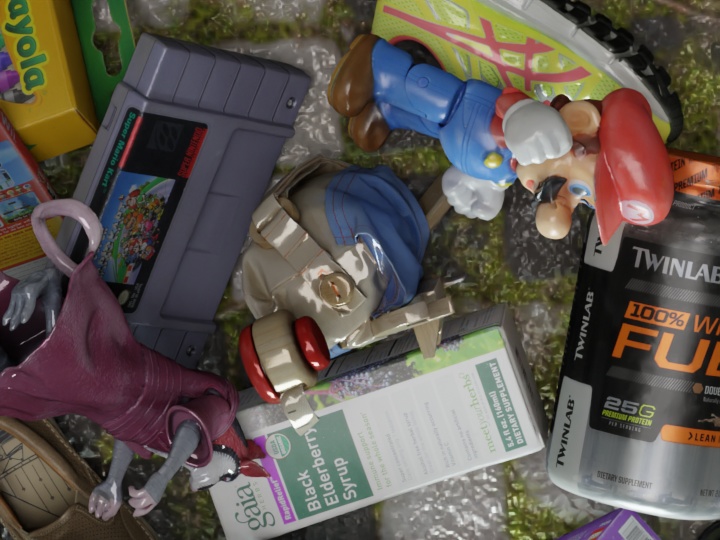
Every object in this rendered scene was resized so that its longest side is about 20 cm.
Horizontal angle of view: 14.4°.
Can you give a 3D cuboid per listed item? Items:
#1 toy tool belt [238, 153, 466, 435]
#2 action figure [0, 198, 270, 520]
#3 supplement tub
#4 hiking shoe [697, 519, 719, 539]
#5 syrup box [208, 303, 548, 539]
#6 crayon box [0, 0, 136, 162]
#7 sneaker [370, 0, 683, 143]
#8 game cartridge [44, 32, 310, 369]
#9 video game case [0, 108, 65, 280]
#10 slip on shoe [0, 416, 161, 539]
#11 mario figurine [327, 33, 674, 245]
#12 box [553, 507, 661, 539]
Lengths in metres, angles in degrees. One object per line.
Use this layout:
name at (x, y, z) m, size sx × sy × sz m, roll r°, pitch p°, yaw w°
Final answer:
toy tool belt at (0.000, 0.000, 1.618) m, size 0.122 × 0.200 × 0.125 m, roll -24°, pitch 108°, yaw 12°
action figure at (-0.132, 0.064, 1.617) m, size 0.199 × 0.134 × 0.150 m, roll 24°, pitch 77°, yaw -29°
supplement tub at (0.180, 0.034, 1.637) m, size 0.122 × 0.123 × 0.201 m, roll 10°, pitch 96°, yaw 4°
hiking shoe at (0.290, 0.206, 1.675) m, size 0.199 × 0.101 × 0.076 m, roll 12°, pitch 103°, yaw 4°
syrup box at (0.005, 0.092, 1.695) m, size 0.199 × 0.081 × 0.079 m, roll -19°, pitch 98°, yaw 8°
crayon box at (-0.231, -0.118, 1.668) m, size 0.199 × 0.051 × 0.128 m, roll -19°, pitch 67°, yaw 9°
sneaker at (0.094, -0.120, 1.650) m, size 0.199 × 0.078 × 0.091 m, roll 33°, pitch 104°, yaw 10°
game cartridge at (-0.113, -0.034, 1.665) m, size 0.038 × 0.129 × 0.201 m, roll 32°, pitch 106°, yaw 35°
video game case at (-0.237, -0.010, 1.672) m, size 0.142 × 0.018 × 0.200 m, roll -19°, pitch 138°, yaw 9°
slip on shoe at (-0.179, 0.152, 1.737) m, size 0.076 × 0.061 × 0.201 m, roll -32°, pitch 96°, yaw 11°
mario figurine at (0.076, -0.060, 1.573) m, size 0.199 × 0.123 × 0.107 m, roll 18°, pitch 111°, yaw 22°
box at (0.178, 0.238, 1.683) m, size 0.200 × 0.137 × 0.039 m, roll 48°, pitch 58°, yaw -4°
